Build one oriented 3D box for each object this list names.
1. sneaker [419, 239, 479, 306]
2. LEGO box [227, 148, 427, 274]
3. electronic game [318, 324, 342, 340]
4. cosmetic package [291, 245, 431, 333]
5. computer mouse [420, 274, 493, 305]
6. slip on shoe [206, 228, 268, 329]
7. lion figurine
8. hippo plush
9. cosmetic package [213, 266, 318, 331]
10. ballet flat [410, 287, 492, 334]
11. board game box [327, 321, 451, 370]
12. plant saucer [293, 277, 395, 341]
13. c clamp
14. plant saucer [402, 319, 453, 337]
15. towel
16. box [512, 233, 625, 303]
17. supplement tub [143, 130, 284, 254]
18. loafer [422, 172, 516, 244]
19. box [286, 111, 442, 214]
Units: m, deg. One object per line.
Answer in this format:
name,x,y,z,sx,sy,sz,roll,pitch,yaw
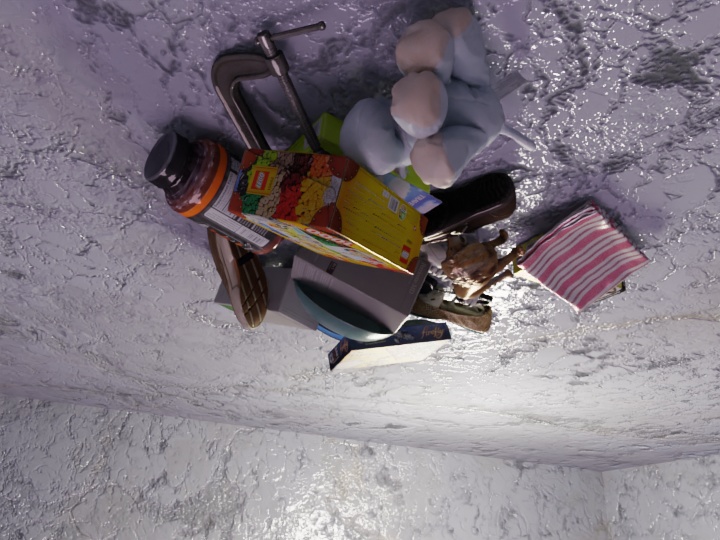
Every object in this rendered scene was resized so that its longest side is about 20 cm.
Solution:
sneaker,0.150,-0.022,0.954,0.081,0.076,0.199,-43,124,17
LEGO box,-0.031,-0.066,0.675,0.147,0.079,0.199,12,173,34
electronic game,-0.067,0.084,1.150,0.198,0.042,0.201,25,151,15
cosmetic package,0.000,0.000,0.899,0.197,0.108,0.090,25,153,2
computer mouse,0.150,0.026,1.054,0.196,0.035,0.059,15,153,-1
slip on shoe,-0.208,-0.001,0.942,0.060,0.076,0.203,1,114,35
lion figurine,0.174,0.006,0.860,0.121,0.073,0.201,-32,152,-11
hippo plush,0.060,-0.176,0.605,0.159,0.162,0.199,3,-157,45
cosmetic package,-0.168,0.048,1.064,0.198,0.086,0.107,4,159,44
ballet flat,0.172,0.069,1.136,0.196,0.071,0.066,14,114,-8
board game box,0.052,0.142,1.056,0.197,0.035,0.136,-3,157,-22
plant saucer,-0.029,0.063,0.954,0.198,0.200,0.036,20,107,-29
c clamp,-0.089,-0.178,0.649,0.168,0.027,0.201,8,142,25
plant saucer,0.090,0.137,1.166,0.197,0.039,0.202,-11,158,-5
towel,0.352,-0.012,0.890,0.199,0.030,0.146,31,119,-33
box,0.357,-0.001,0.969,0.197,0.051,0.075,18,151,-26
supplement tub,-0.191,-0.107,0.780,0.106,0.109,0.199,-16,147,37
loafer,0.139,-0.074,0.829,0.197,0.074,0.071,-14,148,33
box,0.001,-0.125,0.776,0.198,0.048,0.121,22,149,-30
